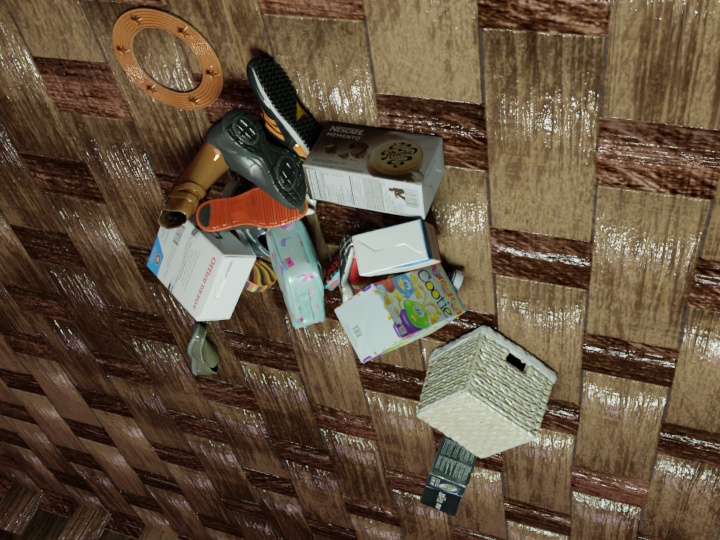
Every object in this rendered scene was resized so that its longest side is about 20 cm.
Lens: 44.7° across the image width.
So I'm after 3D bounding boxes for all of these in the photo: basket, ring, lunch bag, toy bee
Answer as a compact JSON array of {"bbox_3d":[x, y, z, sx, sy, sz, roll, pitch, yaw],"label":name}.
[{"bbox_3d":[0.243,0.246,1.744,0.198,0.161,0.200,34,145,-14],"label":"basket"},{"bbox_3d":[-0.321,-0.343,1.447,0.200,0.019,0.201,17,144,13],"label":"ring"},{"bbox_3d":[-0.115,0.010,1.645,0.077,0.161,0.200,-19,148,-9],"label":"lunch bag"},{"bbox_3d":[-0.271,-0.001,1.775,0.199,0.109,0.131,19,148,8],"label":"toy bee"}]

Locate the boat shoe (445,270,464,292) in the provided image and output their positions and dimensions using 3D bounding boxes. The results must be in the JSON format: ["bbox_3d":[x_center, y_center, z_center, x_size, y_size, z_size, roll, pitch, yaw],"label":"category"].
[{"bbox_3d":[0.110,0.041,1.635,0.091,0.071,0.200,30,145,-10],"label":"boat shoe"}]

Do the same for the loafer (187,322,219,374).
[{"bbox_3d":[-0.374,0.192,2.122,0.069,0.075,0.200,10,148,1],"label":"loafer"}]

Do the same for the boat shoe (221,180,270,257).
[{"bbox_3d":[-0.202,-0.092,1.650,0.068,0.072,0.200,11,145,21],"label":"boat shoe"}]

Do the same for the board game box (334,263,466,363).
[{"bbox_3d":[0.072,0.069,1.506,0.103,0.200,0.105,-36,78,38],"label":"board game box"}]

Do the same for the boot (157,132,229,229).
[{"bbox_3d":[-0.283,-0.163,1.535,0.077,0.156,0.200,41,141,-21],"label":"boot"}]

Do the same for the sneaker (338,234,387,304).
[{"bbox_3d":[0.005,0.005,1.560,0.085,0.077,0.200,-4,144,0],"label":"sneaker"}]

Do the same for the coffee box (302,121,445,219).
[{"bbox_3d":[0.022,-0.162,1.395,0.199,0.113,0.080,12,142,19],"label":"coffee box"}]

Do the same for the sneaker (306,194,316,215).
[{"bbox_3d":[-0.135,-0.166,1.529,0.080,0.071,0.200,0,145,23],"label":"sneaker"}]

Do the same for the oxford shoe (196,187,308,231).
[{"bbox_3d":[-0.182,-0.106,1.532,0.199,0.071,0.073,-3,179,13],"label":"oxford shoe"}]

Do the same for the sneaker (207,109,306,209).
[{"bbox_3d":[-0.167,-0.176,1.428,0.091,0.076,0.200,-12,127,48],"label":"sneaker"}]

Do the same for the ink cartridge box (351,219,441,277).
[{"bbox_3d":[0.067,-0.033,1.453,0.116,0.067,0.200,-14,176,13],"label":"ink cartridge box"}]

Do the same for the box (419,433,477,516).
[{"bbox_3d":[0.211,0.411,1.935,0.086,0.200,0.164,19,143,10],"label":"box"}]

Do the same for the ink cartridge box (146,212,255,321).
[{"bbox_3d":[-0.306,-0.018,1.670,0.200,0.084,0.146,41,115,34],"label":"ink cartridge box"}]

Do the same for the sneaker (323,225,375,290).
[{"bbox_3d":[0.000,0.000,1.643,0.095,0.079,0.200,33,144,-15],"label":"sneaker"}]

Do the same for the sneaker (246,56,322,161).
[{"bbox_3d":[-0.141,-0.250,1.413,0.090,0.070,0.200,-9,135,34],"label":"sneaker"}]
